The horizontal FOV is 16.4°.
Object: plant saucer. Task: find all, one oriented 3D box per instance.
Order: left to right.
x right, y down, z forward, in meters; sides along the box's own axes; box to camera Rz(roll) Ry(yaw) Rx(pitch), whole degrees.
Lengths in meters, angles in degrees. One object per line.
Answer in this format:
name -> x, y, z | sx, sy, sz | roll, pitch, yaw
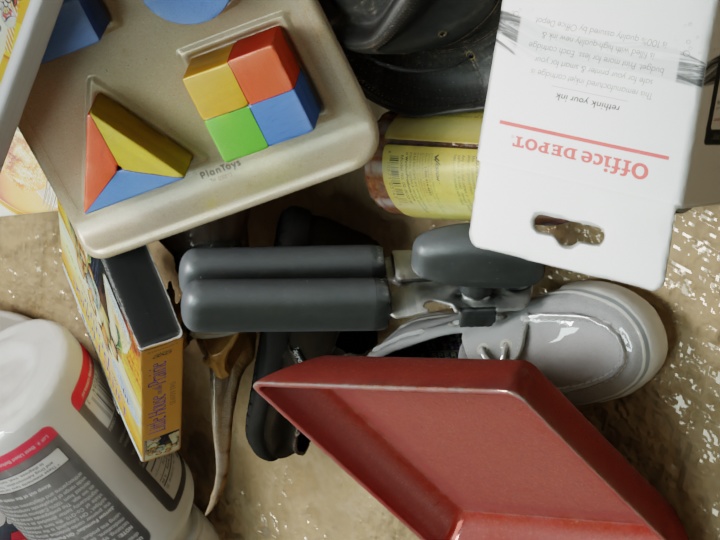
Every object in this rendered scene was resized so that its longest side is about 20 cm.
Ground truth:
plant saucer -> 0.071, 0.105, 1.407 | 0.200, 0.037, 0.200 | -1, 144, 43

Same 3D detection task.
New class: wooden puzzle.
wooden puzzle -> -0.111, -0.114, 1.319 | 0.185, 0.046, 0.200 | -19, 110, 18

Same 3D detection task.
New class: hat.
hat -> 0.024, -0.167, 1.318 | 0.201, 0.081, 0.201 | 9, 106, 33

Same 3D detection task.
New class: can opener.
can opener -> 0.000, 0.000, 1.376 | 0.053, 0.200, 0.066 | -98, 5, -50

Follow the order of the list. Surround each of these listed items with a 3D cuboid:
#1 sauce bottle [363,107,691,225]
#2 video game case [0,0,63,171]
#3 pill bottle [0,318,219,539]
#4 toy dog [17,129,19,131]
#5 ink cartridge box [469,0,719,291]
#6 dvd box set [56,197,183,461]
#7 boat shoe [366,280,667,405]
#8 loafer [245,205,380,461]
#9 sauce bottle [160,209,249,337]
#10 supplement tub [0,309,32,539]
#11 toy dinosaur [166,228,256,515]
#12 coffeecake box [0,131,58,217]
sauce bottle -> 0.092, -0.054, 1.346 | 0.200, 0.066, 0.066 | 8, 115, 42
video game case -> -0.235, -0.149, 1.319 | 0.182, 0.023, 0.200 | 49, 139, 18
pill bottle -> -0.178, 0.134, 1.624 | 0.111, 0.111, 0.200 | 1, 139, 43
toy dog -> -0.211, -0.194, 1.426 | 0.200, 0.139, 0.194 | 118, 150, -46
ink cartridge box -> 0.130, -0.100, 1.235 | 0.116, 0.068, 0.200 | 15, 101, 30
dvd box set -> -0.144, 0.016, 1.487 | 0.200, 0.029, 0.146 | 102, 146, -68
boat shoe -> 0.080, 0.049, 1.406 | 0.200, 0.069, 0.072 | 1, 110, 44
loafer -> -0.026, 0.048, 1.502 | 0.071, 0.073, 0.200 | 9, 139, -1
sauce bottle -> -0.100, -0.061, 1.447 | 0.065, 0.065, 0.200 | -27, 69, 47
supplement tub -> -0.270, 0.140, 1.733 | 0.140, 0.140, 0.200 | 21, 123, 36
toy dinosaur -> -0.082, 0.049, 1.519 | 0.060, 0.106, 0.200 | 2, 83, 20
coffeecake box -> -0.197, -0.119, 1.584 | 0.200, 0.073, 0.154 | -4, 107, 45
